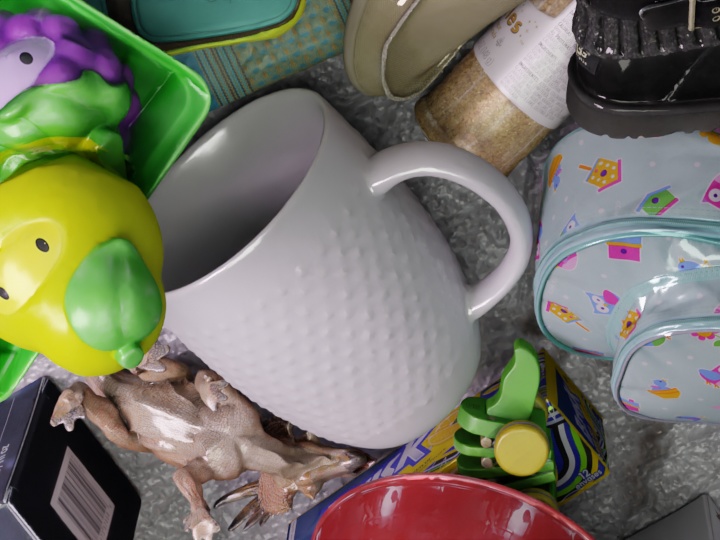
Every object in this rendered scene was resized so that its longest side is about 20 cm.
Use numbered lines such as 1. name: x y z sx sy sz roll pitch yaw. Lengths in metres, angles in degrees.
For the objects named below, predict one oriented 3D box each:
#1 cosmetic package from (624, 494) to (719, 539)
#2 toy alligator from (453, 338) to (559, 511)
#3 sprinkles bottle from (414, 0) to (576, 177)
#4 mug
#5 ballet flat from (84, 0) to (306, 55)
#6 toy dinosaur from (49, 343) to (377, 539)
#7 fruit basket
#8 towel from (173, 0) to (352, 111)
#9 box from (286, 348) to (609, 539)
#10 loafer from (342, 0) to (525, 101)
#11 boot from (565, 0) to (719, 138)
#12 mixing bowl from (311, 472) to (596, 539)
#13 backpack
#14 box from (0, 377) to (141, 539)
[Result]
1. cosmetic package: 0.155 0.238 1.407 0.200 0.085 0.108 -32 106 16
2. toy alligator: 0.086 0.134 1.293 0.054 0.059 0.201 -7 111 7
3. sprinkles bottle: 0.117 -0.134 1.238 0.068 0.068 0.200 38 111 -16
4. mug: 0.000 0.000 1.257 0.200 0.148 0.175 -30 122 26
5. ballet flat: -0.127 -0.134 1.195 0.199 0.067 0.067 -7 97 -8
6. toy dinosaur: -0.101 0.090 1.348 0.200 0.136 0.086 33 91 11
7. fruit basket: -0.165 -0.030 1.083 0.155 0.216 0.216 32 112 -20
8. towel: -0.078 -0.163 1.240 0.199 0.022 0.147 -23 115 0
9. box: 0.049 0.136 1.368 0.200 0.070 0.064 -36 107 17
10. loafer: 0.064 -0.161 1.197 0.068 0.076 0.200 49 115 28
11. boot: 0.200 -0.152 1.152 0.210 0.080 0.158 -12 134 -12
12. mixing bowl: 0.048 0.219 1.272 0.199 0.109 0.201 12 132 14
13. backpack: 0.190 -0.001 1.243 0.199 0.154 0.176 11 155 5
14. box: -0.244 0.179 1.352 0.200 0.149 0.107 -30 111 14
